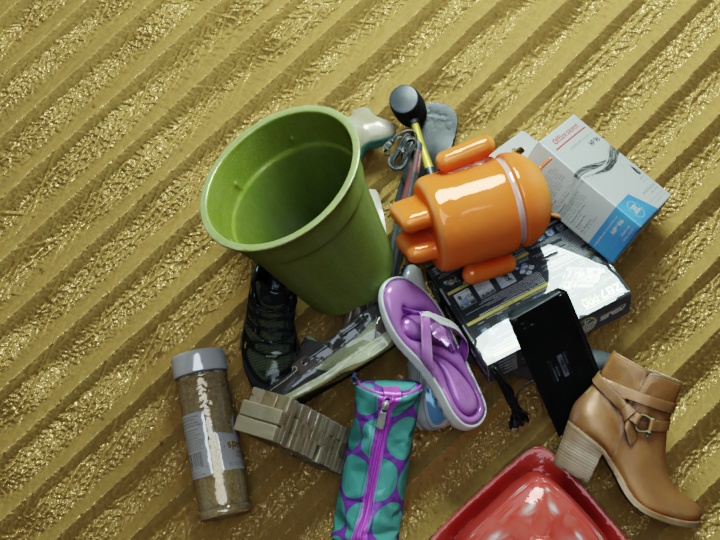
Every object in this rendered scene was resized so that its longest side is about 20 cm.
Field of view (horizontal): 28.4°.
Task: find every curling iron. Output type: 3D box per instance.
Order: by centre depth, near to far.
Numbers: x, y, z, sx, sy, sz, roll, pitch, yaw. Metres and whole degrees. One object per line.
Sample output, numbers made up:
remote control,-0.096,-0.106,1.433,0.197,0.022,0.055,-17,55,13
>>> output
curling iron,0.044,-0.069,1.713,0.049,0.026,0.203,5,89,-3

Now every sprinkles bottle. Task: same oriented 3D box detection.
sprinkles bottle,-0.180,0.197,1.715,0.067,0.068,0.202,-11,78,0

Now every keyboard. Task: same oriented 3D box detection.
keyboard,0.211,0.118,1.657,0.126,0.201,0.021,-28,35,-2

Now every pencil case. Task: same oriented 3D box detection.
pencil case,0.018,0.225,1.664,0.084,0.092,0.203,9,95,7

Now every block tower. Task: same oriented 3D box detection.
block tower,-0.069,0.188,1.642,0.057,0.200,0.055,14,78,28

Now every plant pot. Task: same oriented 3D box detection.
plant pot,-0.051,-0.049,1.626,0.198,0.190,0.202,-17,47,19

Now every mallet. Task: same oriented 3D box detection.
mallet,0.079,-0.134,1.736,0.041,0.066,0.202,-20,67,9

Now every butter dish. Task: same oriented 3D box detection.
butter dish,0.202,0.327,1.630,0.200,0.148,0.200,-40,78,-6

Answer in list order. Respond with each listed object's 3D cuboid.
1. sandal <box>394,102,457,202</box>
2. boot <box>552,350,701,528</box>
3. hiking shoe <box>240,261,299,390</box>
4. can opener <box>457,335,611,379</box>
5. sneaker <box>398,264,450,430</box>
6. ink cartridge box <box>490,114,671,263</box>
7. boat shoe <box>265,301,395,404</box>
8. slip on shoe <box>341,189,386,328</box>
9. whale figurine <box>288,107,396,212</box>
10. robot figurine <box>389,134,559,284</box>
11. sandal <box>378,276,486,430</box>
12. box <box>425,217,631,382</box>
sandal,0.081,-0.115,1.781,0.075,0.043,0.203,3,78,3
boot,0.339,0.199,1.668,0.199,0.077,0.156,28,92,2
hiking shoe,-0.113,0.053,1.725,0.075,0.101,0.203,-1,78,3
can opener,0.215,0.097,1.714,0.198,0.067,0.054,15,49,2
sneaker,0.083,0.091,1.721,0.072,0.072,0.202,-11,84,15
ink cartridge box,0.266,-0.114,1.731,0.200,0.116,0.068,41,127,10
boat shoe,-0.046,0.106,1.689,0.199,0.072,0.066,-30,81,3
slip on shoe,0.000,0.000,1.747,0.060,0.076,0.203,-1,85,-5
whale figurine,-0.048,-0.130,1.770,0.199,0.105,0.159,-30,41,-24
robot figurine,0.137,-0.068,1.659,0.198,0.117,0.145,-17,74,-8
sandal,0.095,0.090,1.653,0.082,0.050,0.204,-41,102,-41
box,0.201,0.021,1.711,0.198,0.049,0.162,-26,55,-9
